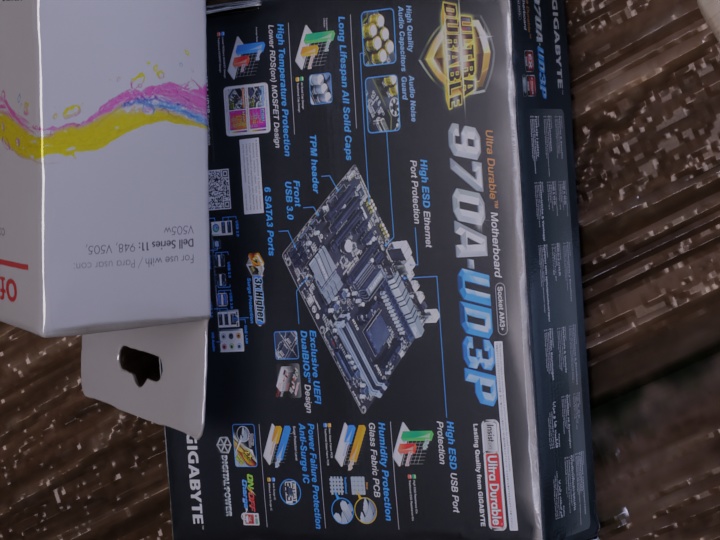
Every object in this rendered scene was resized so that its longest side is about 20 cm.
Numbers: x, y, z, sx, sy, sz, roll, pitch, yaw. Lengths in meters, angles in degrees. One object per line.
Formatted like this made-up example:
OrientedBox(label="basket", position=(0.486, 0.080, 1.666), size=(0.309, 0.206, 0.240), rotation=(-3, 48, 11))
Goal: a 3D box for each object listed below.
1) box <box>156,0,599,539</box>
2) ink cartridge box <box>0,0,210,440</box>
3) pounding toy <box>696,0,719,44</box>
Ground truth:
OrientedBox(label="box", position=(0.000, 0.000, 0.789), size=(0.158, 0.046, 0.202), rotation=(-4, 91, 32))
OrientedBox(label="ink cartridge box", position=(-0.107, -0.043, 0.791), size=(0.117, 0.067, 0.202), rotation=(10, 103, 59))
OrientedBox(label="pounding toy", position=(0.221, -0.044, 0.596), size=(0.184, 0.142, 0.201), rotation=(-37, 75, 28))
